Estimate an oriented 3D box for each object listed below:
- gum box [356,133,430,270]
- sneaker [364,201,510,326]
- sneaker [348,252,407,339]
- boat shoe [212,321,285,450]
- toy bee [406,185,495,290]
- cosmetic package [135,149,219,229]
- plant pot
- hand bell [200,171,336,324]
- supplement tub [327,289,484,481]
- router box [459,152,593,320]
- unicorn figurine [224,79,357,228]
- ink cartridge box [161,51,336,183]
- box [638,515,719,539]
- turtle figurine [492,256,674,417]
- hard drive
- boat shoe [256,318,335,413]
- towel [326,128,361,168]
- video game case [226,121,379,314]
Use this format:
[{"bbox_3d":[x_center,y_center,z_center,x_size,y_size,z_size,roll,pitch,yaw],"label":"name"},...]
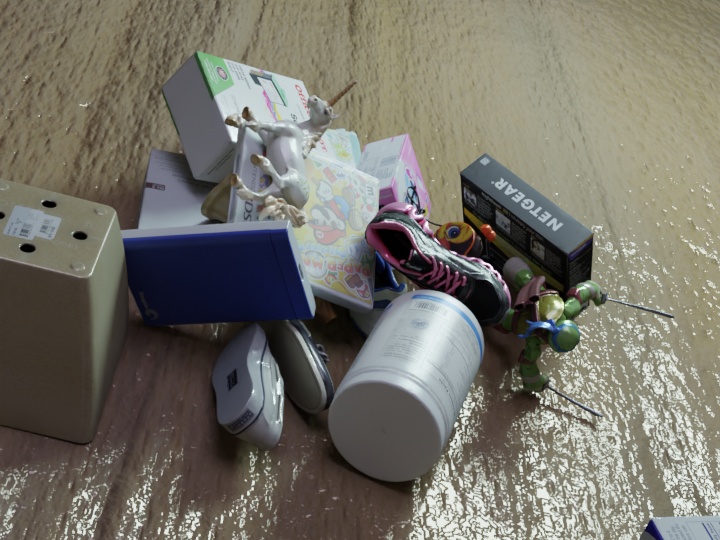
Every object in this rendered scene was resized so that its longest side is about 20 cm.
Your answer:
[{"bbox_3d":[0.039,-0.088,1.649,0.065,0.114,0.200,-13,24,15],"label":"gum box"},{"bbox_3d":[0.083,-0.001,1.435,0.199,0.079,0.095,37,16,13],"label":"sneaker"},{"bbox_3d":[0.000,0.000,1.554,0.075,0.089,0.200,-12,42,-35],"label":"sneaker"},{"bbox_3d":[-0.112,0.125,1.339,0.066,0.072,0.200,44,9,-21],"label":"boat shoe"},{"bbox_3d":[0.113,-0.017,1.543,0.108,0.202,0.131,-11,-3,21],"label":"toy bee"},{"bbox_3d":[-0.228,-0.064,1.552,0.101,0.075,0.201,11,33,-13],"label":"cosmetic package"},{"bbox_3d":[-0.338,0.026,1.270,0.198,0.178,0.201,15,33,-6],"label":"plant pot"},{"bbox_3d":[-0.092,-0.020,1.466,0.104,0.104,0.201,-23,72,-46],"label":"hand bell"},{"bbox_3d":[0.054,0.121,1.362,0.131,0.133,0.200,23,34,8],"label":"supplement tub"},{"bbox_3d":[0.219,-0.041,1.654,0.052,0.158,0.200,-37,57,-19],"label":"router box"},{"bbox_3d":[-0.086,-0.139,1.419,0.073,0.202,0.137,-8,-19,44],"label":"unicorn figurine"},{"bbox_3d":[-0.141,-0.185,1.610,0.199,0.084,0.146,7,53,-49],"label":"ink cartridge box"},{"bbox_3d":[0.385,0.344,1.220,0.198,0.106,0.185,4,36,-22],"label":"box"},{"bbox_3d":[0.236,0.076,1.532,0.198,0.145,0.194,6,19,-28],"label":"turtle figurine"},{"bbox_3d":[-0.159,0.005,1.363,0.198,0.133,0.026,-3,44,13],"label":"hard drive"},{"bbox_3d":[-0.064,0.087,1.411,0.062,0.073,0.200,-2,32,-28],"label":"boat shoe"},{"bbox_3d":[-0.079,-0.147,1.771,0.169,0.049,0.201,7,35,-12],"label":"towel"},{"bbox_3d":[-0.064,-0.063,1.453,0.199,0.023,0.184,23,56,-31],"label":"video game case"}]
